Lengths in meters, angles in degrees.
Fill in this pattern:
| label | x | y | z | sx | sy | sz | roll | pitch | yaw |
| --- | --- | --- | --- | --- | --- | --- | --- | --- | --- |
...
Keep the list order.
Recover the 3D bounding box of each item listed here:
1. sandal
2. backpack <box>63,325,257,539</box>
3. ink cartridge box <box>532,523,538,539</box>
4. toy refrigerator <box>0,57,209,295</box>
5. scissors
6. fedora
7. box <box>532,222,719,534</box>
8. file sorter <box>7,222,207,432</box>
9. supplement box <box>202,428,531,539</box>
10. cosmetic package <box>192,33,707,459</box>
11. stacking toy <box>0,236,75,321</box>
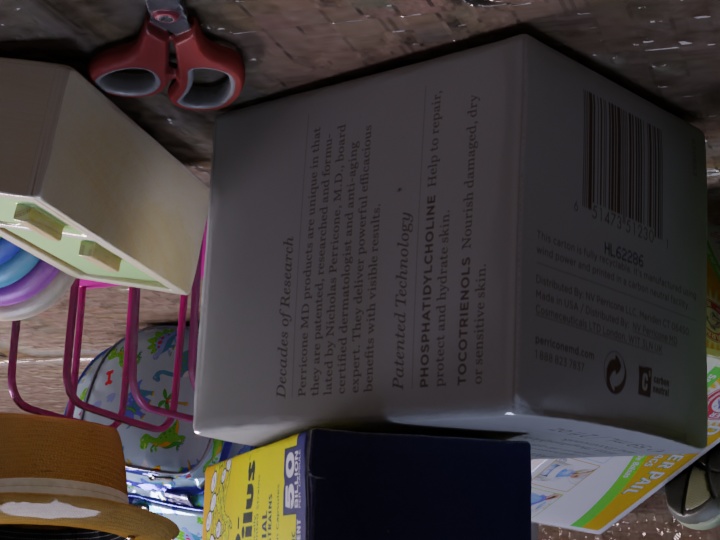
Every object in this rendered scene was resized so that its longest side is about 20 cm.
| label | x | y | z | sx | sy | sz | roll | pitch | yaw |
| --- | --- | --- | --- | --- | --- | --- | --- | --- | --- |
| sandal | 0.264 | 0.091 | 0.998 | 0.057 | 0.202 | 0.080 | 40 | 158 | -14 |
| backpack | -0.167 | 0.138 | 1.340 | 0.198 | 0.185 | 0.147 | -1 | 144 | 24 |
| ink cartridge box | 0.058 | 0.115 | 1.143 | 0.146 | 0.203 | 0.086 | -3 | 166 | 22 |
| toy refrigerator | -0.147 | -0.041 | 0.777 | 0.075 | 0.071 | 0.200 | 8 | 168 | 15 |
| scissors | -0.074 | -0.106 | 0.645 | 0.072 | 0.014 | 0.200 | 7 | 165 | -12 |
| fedora | -0.210 | 0.140 | 1.003 | 0.198 | 0.083 | 0.201 | 1 | 160 | 0 |
| box | 0.161 | 0.066 | 0.961 | 0.100 | 0.113 | 0.200 | 14 | 137 | -29 |
| file sorter | -0.153 | 0.039 | 1.015 | 0.198 | 0.127 | 0.139 | -5 | 165 | 27 |
| supplement box | -0.005 | 0.143 | 0.742 | 0.108 | 0.110 | 0.200 | 5 | 167 | -17 |
| cosmetic package | 0.046 | 0.004 | 0.754 | 0.199 | 0.168 | 0.166 | -9 | 163 | 41 |
| stacking toy | -0.213 | -0.043 | 0.811 | 0.084 | 0.086 | 0.200 | 0 | 159 | 7 |
